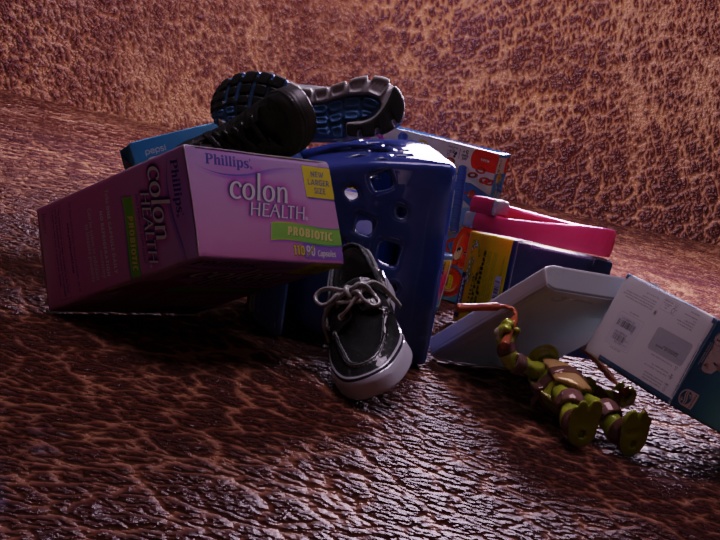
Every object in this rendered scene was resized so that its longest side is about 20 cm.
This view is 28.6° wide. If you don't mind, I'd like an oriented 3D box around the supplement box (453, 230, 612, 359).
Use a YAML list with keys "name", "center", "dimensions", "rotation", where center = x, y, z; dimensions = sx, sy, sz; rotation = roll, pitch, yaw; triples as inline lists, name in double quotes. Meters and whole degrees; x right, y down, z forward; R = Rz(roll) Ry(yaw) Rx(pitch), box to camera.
- name: "supplement box"
  center: [0.185, 0.023, 1.561]
  dimensions: [0.108, 0.110, 0.200]
  rotation: [11, 2, -11]

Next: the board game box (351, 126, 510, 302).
- name: "board game box"
  center: [0.071, -0.077, 1.811]
  dimensions: [0.199, 0.197, 0.056]
  rotation: [15, 9, 17]

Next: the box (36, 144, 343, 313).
- name: "box"
  center: [-0.149, -0.029, 1.238]
  dimensions: [0.200, 0.097, 0.176]
  rotation: [-18, -14, 38]

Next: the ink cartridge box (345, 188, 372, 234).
- name: "ink cartridge box"
  center: [0.020, -0.063, 1.670]
  dimensions: [0.119, 0.042, 0.200]
  rotation: [12, 10, 0]

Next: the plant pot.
- name: "plant pot"
  center: [-0.020, -0.031, 1.406]
  dimensions: [0.179, 0.201, 0.200]
  rotation: [5, 10, -9]

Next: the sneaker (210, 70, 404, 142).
- name: "sneaker"
  center: [-0.049, -0.154, 1.408]
  dimensions: [0.199, 0.075, 0.087]
  rotation: [5, -2, 11]

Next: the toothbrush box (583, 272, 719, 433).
- name: "toothbrush box"
  center: [0.323, 0.097, 1.251]
  dimensions: [0.200, 0.085, 0.146]
  rotation: [27, 4, -26]

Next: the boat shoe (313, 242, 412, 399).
- name: "boat shoe"
  center: [0.000, 0.036, 1.219]
  dimensions: [0.073, 0.068, 0.200]
  rotation: [-20, 26, 13]

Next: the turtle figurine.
- name: "turtle figurine"
  center: [0.174, 0.101, 1.241]
  dimensions: [0.200, 0.065, 0.161]
  rotation: [29, 11, -26]

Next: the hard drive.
- name: "hard drive"
  center: [0.173, 0.050, 1.355]
  dimensions: [0.131, 0.026, 0.200]
  rotation: [9, -25, -27]

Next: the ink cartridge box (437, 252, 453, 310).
- name: "ink cartridge box"
  center: [0.000, 0.000, 1.620]
  dimensions: [0.136, 0.077, 0.200]
  rotation: [17, 11, 27]

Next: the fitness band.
- name: "fitness band"
  center: [0.190, -0.047, 1.508]
  dimensions: [0.143, 0.038, 0.200]
  rotation: [12, 4, -12]

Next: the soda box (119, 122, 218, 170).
- name: "soda box"
  center: [-0.165, -0.132, 1.602]
  dimensions: [0.199, 0.068, 0.064]
  rotation: [-16, 3, -19]

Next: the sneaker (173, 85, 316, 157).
- name: "sneaker"
  center: [-0.124, -0.106, 1.302]
  dimensions: [0.104, 0.060, 0.200]
  rotation: [-31, 5, -31]
